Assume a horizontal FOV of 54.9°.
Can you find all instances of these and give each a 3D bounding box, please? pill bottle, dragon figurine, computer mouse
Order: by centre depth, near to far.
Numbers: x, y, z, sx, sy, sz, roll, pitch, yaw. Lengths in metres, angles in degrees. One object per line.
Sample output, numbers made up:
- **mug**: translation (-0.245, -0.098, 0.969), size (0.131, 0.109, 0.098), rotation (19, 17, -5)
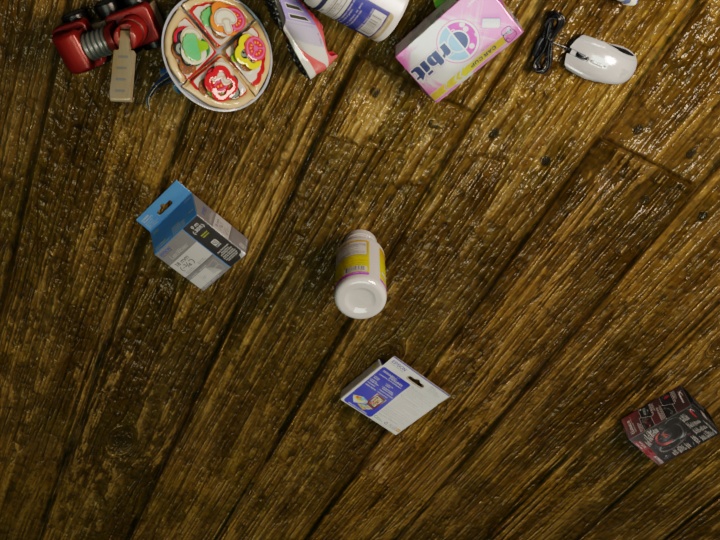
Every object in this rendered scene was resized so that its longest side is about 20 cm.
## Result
- **pill bottle**: translation (-0.028, -0.470, 1.123), size (0.199, 0.120, 0.120), rotation (21, 123, -25)
- **dragon figurine**: translation (-0.298, -0.357, 1.207), size (0.099, 0.200, 0.059), rotation (-17, 112, 49)
- **computer mouse**: translation (0.410, -0.384, 1.245), size (0.199, 0.044, 0.110), rotation (14, 123, -10)
- **pill bottle**: translation (0.000, 0.000, 1.422), size (0.104, 0.200, 0.105), rotation (0, 126, 0)

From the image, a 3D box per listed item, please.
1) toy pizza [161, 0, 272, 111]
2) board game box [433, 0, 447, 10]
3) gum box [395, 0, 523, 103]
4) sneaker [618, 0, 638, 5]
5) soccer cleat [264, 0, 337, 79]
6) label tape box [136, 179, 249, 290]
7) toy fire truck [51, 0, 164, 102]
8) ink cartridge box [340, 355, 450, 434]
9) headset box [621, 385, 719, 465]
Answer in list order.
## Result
- **toy pizza**: translation (-0.239, -0.375, 1.185), size (0.199, 0.032, 0.201), rotation (-2, 94, -31)
- **board game box**: translation (0.178, -0.464, 1.199), size (0.095, 0.030, 0.201), rotation (-18, 121, 14)
- **gum box**: translation (0.162, -0.395, 1.193), size (0.200, 0.066, 0.113), rotation (-36, 116, 25)
- **sneaker**: translation (0.491, -0.529, 1.136), size (0.088, 0.076, 0.200), rotation (26, 129, -31)
- **soccer cleat**: translation (-0.107, -0.429, 1.195), size (0.073, 0.068, 0.200), rotation (-33, 133, -3)
- **label tape box**: translation (-0.358, -0.069, 1.457), size (0.144, 0.063, 0.200), rotation (-38, 118, 23)
- **toy fire truck**: translation (-0.426, -0.366, 1.163), size (0.175, 0.200, 0.129), rotation (-14, 124, 10)
- **ink cartridge box**: translation (0.086, 0.306, 1.737), size (0.197, 0.047, 0.200), rotation (37, 116, -22)
- **headset box**: translation (0.787, 0.407, 1.785), size (0.148, 0.075, 0.200), rotation (38, 117, -23)
